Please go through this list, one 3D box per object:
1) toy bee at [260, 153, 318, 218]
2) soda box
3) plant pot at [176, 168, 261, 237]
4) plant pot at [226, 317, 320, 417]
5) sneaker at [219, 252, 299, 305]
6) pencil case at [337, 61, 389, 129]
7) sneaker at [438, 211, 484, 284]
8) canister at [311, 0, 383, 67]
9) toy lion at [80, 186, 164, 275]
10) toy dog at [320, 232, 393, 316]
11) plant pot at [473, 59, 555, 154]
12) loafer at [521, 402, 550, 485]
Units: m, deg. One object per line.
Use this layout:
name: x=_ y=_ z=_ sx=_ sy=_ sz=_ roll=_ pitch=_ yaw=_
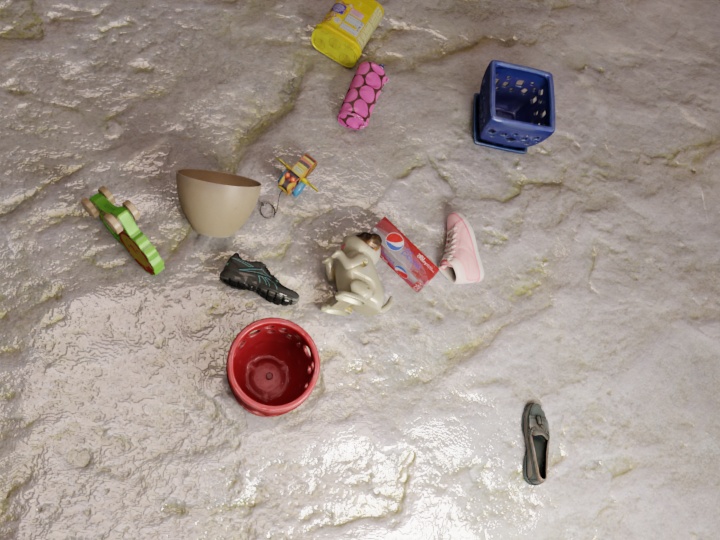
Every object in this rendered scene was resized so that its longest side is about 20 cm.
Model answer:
toy bee: x=-0.166 y=-0.227 z=1.645 sx=0.129 sy=0.109 sz=0.202 roll=19 pitch=67 yaw=-10
soda box: x=0.105 y=-0.040 z=1.676 sx=0.200 sy=0.063 sz=0.070 roll=45 pitch=67 yaw=3
plant pot: x=-0.343 y=-0.156 z=1.544 sx=0.198 sy=0.200 sz=0.136 roll=7 pitch=105 yaw=-13
plant pot: x=-0.201 y=0.223 z=1.432 sx=0.198 sy=0.183 sz=0.203 roll=5 pitch=70 yaw=-14
sneaker: x=-0.234 y=0.021 z=1.555 sx=0.198 sy=0.075 sz=0.080 roll=23 pitch=64 yaw=-7
pencil case: x=0.008 y=-0.482 z=1.798 sx=0.093 sy=0.091 sz=0.202 roll=29 pitch=67 yaw=-18
sneaker: x=0.249 y=-0.057 z=1.715 sx=0.103 sy=0.075 sz=0.203 roll=-12 pitch=78 yaw=-24
canister: x=-0.033 y=-0.704 z=1.864 sx=0.147 sy=0.087 sz=0.201 roll=30 pitch=65 yaw=-4
toy lion: x=-0.526 y=-0.078 z=1.470 sx=0.069 sy=0.193 sz=0.199 roll=-41 pitch=45 yaw=-24
toy dog: x=0.000 y=0.000 z=1.594 sx=0.191 sy=0.140 sz=0.203 roll=9 pitch=67 yaw=-13
plant pot: x=0.424 y=-0.451 z=1.848 sx=0.197 sy=0.180 sz=0.203 roll=8 pitch=69 yaw=-12
loafer: x=0.443 y=0.426 z=1.602 sx=0.071 sy=0.063 sz=0.203 roll=11 pitch=68 yaw=-12
